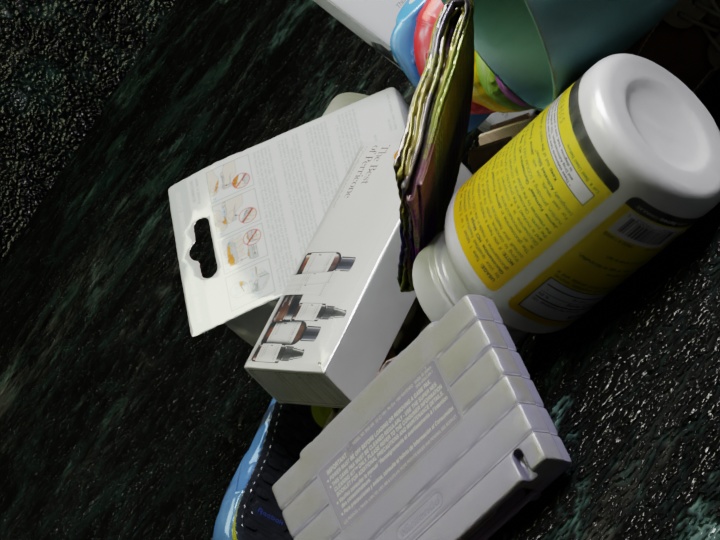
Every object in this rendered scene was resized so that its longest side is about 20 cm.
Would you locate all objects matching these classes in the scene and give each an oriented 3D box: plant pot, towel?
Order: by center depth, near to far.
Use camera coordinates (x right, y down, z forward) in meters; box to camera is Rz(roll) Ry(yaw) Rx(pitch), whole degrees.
[{"bbox_3d":[0.131,-0.228,1.597,0.160,0.201,0.201,-32,14,-8],"label":"plant pot"},{"bbox_3d":[0.048,-0.079,1.661,0.200,0.023,0.145,84,-159,-70],"label":"towel"}]

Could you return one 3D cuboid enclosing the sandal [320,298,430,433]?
[{"bbox_3d":[0.001,0.075,1.812,0.080,0.054,0.201,-29,23,55],"label":"sandal"}]

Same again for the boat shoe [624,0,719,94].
[{"bbox_3d":[0.222,-0.174,1.662,0.201,0.076,0.072,-60,19,-15],"label":"boat shoe"}]

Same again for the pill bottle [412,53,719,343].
[{"bbox_3d":[0.124,-0.034,1.577,0.200,0.112,0.113,-42,20,37],"label":"pill bottle"}]

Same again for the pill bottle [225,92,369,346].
[{"bbox_3d":[-0.027,-0.034,2.022,0.201,0.113,0.114,-60,17,-22],"label":"pill bottle"}]

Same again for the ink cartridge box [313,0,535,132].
[{"bbox_3d":[0.072,-0.217,1.954,0.146,0.199,0.084,-54,16,-1],"label":"ink cartridge box"}]

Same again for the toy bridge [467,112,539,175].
[{"bbox_3d":[0.118,-0.093,1.797,0.067,0.027,0.200,-18,6,11],"label":"toy bridge"}]

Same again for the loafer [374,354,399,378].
[{"bbox_3d":[0.045,0.073,1.662,0.073,0.071,0.200,-57,16,-12],"label":"loafer"}]

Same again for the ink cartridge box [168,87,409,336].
[{"bbox_3d":[-0.041,-0.035,1.925,0.199,0.047,0.161,-24,47,11],"label":"ink cartridge box"}]

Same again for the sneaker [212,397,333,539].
[{"bbox_3d":[-0.057,0.138,1.842,0.078,0.066,0.201,-38,22,55],"label":"sneaker"}]

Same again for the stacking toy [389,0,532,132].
[{"bbox_3d":[0.115,-0.149,1.781,0.116,0.110,0.200,-44,27,-7],"label":"stacking toy"}]

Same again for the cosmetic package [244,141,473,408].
[{"bbox_3d":[0.000,0.000,1.799,0.082,0.051,0.201,2,56,42],"label":"cosmetic package"}]

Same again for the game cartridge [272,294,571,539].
[{"bbox_3d":[0.033,0.123,1.547,0.200,0.038,0.130,-45,48,29],"label":"game cartridge"}]
